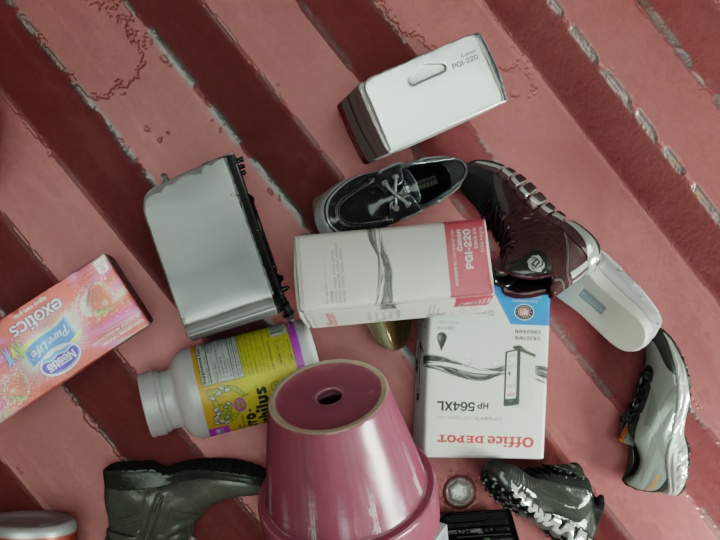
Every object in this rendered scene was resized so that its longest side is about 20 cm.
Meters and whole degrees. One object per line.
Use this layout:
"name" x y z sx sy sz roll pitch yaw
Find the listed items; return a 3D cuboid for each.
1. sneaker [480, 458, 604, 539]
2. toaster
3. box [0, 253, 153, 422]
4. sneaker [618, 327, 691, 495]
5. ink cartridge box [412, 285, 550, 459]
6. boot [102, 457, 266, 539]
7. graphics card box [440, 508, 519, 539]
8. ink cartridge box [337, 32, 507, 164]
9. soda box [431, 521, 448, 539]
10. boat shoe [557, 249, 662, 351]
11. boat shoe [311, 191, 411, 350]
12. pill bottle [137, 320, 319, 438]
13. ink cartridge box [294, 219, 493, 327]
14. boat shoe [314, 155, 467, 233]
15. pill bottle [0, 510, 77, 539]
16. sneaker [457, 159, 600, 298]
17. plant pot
"sneaker" 0.217 0.253 1.438 0.200 0.066 0.091 38 73 -30
"toaster" -0.154 -0.017 1.358 0.118 0.181 0.201 -20 91 -4
"box" -0.339 0.074 1.373 0.199 0.103 0.095 -34 94 -7
"sneaker" 0.347 0.167 1.469 0.079 0.074 0.201 1 90 -2
"ink cartridge box" 0.140 0.115 1.437 0.145 0.084 0.201 2 89 -7
"boot" -0.199 0.285 1.413 0.199 0.068 0.132 -1 95 1
"graphics card box" 0.127 0.357 1.384 0.125 0.200 0.051 -4 127 -7
"ink cartridge box" 0.064 -0.187 1.371 0.145 0.200 0.085 -24 93 -6
"soda box" 0.020 0.344 1.307 0.068 0.200 0.064 13 127 30
"boat shoe" 0.276 0.006 1.462 0.200 0.068 0.072 42 129 17
"boat shoe" 0.000 0.000 1.436 0.065 0.072 0.201 -19 93 33
"pill bottle" -0.145 0.128 1.394 0.199 0.104 0.105 -14 91 -6
"ink cartridge box" 0.033 0.006 1.310 0.199 0.146 0.085 -7 81 0
"boat shoe" 0.039 -0.085 1.393 0.199 0.068 0.072 -19 87 -35
"pill bottle" -0.371 0.373 1.362 0.111 0.112 0.201 1 90 -7
"sneaker" 0.165 -0.041 1.403 0.200 0.076 0.115 37 61 24
"plant pot" -0.021 0.203 1.314 0.199 0.200 0.180 -14 122 -7
